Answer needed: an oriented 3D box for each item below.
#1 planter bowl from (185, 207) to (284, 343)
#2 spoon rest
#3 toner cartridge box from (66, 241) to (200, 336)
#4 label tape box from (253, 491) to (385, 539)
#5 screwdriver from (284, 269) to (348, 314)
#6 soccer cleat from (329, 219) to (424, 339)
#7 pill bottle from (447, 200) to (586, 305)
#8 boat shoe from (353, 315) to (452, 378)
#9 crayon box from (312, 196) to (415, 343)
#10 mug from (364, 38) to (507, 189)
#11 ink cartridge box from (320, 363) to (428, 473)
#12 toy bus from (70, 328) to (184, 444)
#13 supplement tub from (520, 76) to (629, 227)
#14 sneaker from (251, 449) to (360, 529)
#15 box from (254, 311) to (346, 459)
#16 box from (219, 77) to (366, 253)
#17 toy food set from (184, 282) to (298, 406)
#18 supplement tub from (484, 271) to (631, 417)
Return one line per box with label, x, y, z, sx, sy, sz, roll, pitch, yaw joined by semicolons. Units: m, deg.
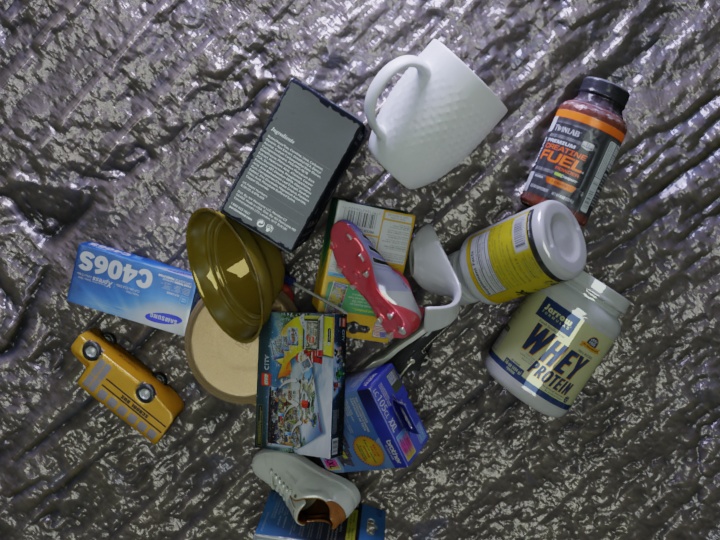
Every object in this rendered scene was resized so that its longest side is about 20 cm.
planter bowl;-0.168;-0.004;1.014;0.083;0.199;0.203;-24;98;-36
spoon rest;0.108;0.011;1.011;0.059;0.201;0.101;0;125;-3
toner cartridge box;-0.357;0.028;1.111;0.197;0.043;0.097;16;99;1
label tape box;-0.062;0.420;1.098;0.196;0.143;0.067;9;98;2
screwdriver;-0.089;0.023;1.047;0.028;0.198;0.029;-39;131;-28
soccer cleat;0.025;0.008;1.026;0.066;0.076;0.202;-24;103;44
pill bottle;0.212;-0.015;1.003;0.199;0.111;0.112;-24;98;46
boat shoe;0.072;0.134;1.089;0.199;0.074;0.061;-39;94;10
crayon box;0.000;0.000;1.069;0.124;0.052;0.204;9;98;-17
mug;0.084;-0.221;0.985;0.176;0.199;0.148;-47;49;13
ink cartridge box;0.010;0.224;1.051;0.198;0.076;0.138;-19;102;38
toy bus;-0.379;0.182;1.123;0.199;0.065;0.079;39;100;-3
supplement tub;0.317;-0.173;1.018;0.105;0.107;0.203;22;98;0
sneaker;-0.103;0.340;1.088;0.197;0.085;0.074;12;123;29
box;-0.088;0.162;1.020;0.135;0.038;0.204;0;86;31
box;-0.087;-0.146;0.996;0.116;0.197;0.202;30;98;-2
toy food set;-0.176;0.108;1.096;0.196;0.049;0.202;12;86;0
supplement tub;0.292;0.097;1.035;0.144;0.145;0.202;31;98;-2
